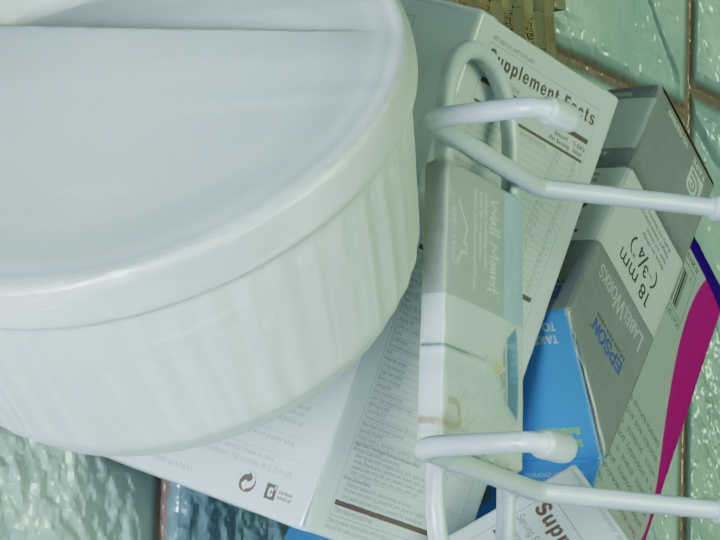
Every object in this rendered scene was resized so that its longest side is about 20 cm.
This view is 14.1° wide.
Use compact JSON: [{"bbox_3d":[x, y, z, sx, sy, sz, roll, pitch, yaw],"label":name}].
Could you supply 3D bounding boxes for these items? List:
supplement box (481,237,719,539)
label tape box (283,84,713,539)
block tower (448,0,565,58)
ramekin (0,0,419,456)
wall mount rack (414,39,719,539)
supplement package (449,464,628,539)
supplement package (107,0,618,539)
[{"bbox_3d":[0.077,0.058,1.287,0.101,0.103,0.201,58,41,-37],"label":"supplement box"},{"bbox_3d":[0.047,0.017,1.205,0.063,0.143,0.201,58,41,-35],"label":"label tape box"},{"bbox_3d":[0.020,-0.107,1.262,0.200,0.054,0.058,-2,89,-57],"label":"block tower"},{"bbox_3d":[-0.070,-0.024,0.994,0.203,0.201,0.095,-59,144,-42],"label":"ramekin"},{"bbox_3d":[0.079,0.020,1.034,0.174,0.074,0.201,23,65,-59],"label":"wall mount rack"},{"bbox_3d":[0.033,0.189,1.083,0.117,0.199,0.117,56,-7,48],"label":"supplement package"},{"bbox_3d":[0.000,0.000,1.119,0.114,0.109,0.201,26,82,-54],"label":"supplement package"}]
